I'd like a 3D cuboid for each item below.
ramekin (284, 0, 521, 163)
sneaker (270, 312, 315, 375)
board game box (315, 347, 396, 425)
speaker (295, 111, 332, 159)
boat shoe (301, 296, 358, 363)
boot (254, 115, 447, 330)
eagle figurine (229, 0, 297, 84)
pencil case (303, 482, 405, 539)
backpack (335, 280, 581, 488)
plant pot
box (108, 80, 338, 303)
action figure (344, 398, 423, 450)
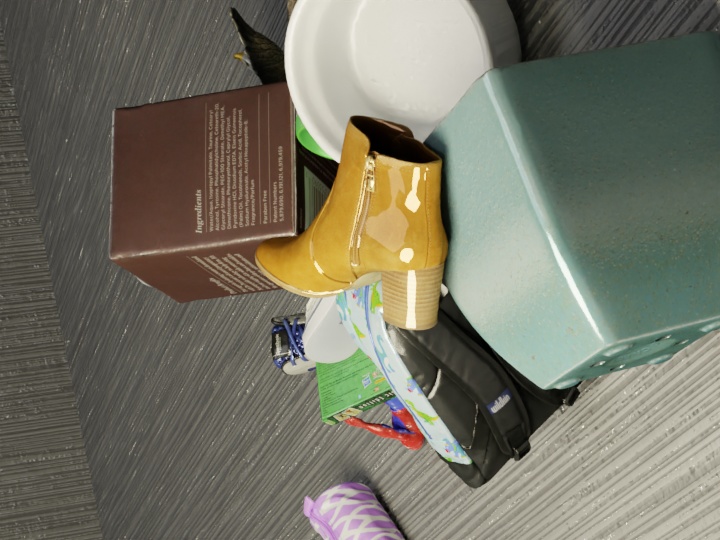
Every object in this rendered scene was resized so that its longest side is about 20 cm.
[{"bbox_3d":[0.043,-0.184,1.506,0.200,0.098,0.201,10,111,27],"label":"ramekin"},{"bbox_3d":[-0.034,0.075,1.888,0.199,0.115,0.081,139,120,-65],"label":"sneaker"},{"bbox_3d":[0.040,0.062,1.608,0.200,0.023,0.105,-26,57,31],"label":"board game box"},{"bbox_3d":[-0.003,-0.210,1.669,0.088,0.088,0.201,138,149,-65],"label":"speaker"},{"bbox_3d":[0.000,0.000,1.584,0.200,0.073,0.065,-49,36,34],"label":"boat shoe"},{"bbox_3d":[-0.007,-0.048,1.305,0.201,0.071,0.144,20,118,44],"label":"boot"},{"bbox_3d":[-0.070,-0.216,1.841,0.200,0.150,0.152,101,164,-54],"label":"eagle figurine"},{"bbox_3d":[0.009,0.315,1.890,0.200,0.085,0.084,-128,39,-54],"label":"pencil case"},{"bbox_3d":[0.073,0.049,1.419,0.154,0.163,0.200,34,169,48],"label":"backpack"},{"bbox_3d":[0.170,-0.030,1.248,0.201,0.196,0.196,71,156,14],"label":"plant pot"},{"bbox_3d":[-0.128,-0.075,1.742,0.166,0.199,0.165,41,-135,-65],"label":"box"},{"bbox_3d":[0.013,0.119,1.752,0.200,0.099,0.065,68,-150,-45],"label":"action figure"}]
